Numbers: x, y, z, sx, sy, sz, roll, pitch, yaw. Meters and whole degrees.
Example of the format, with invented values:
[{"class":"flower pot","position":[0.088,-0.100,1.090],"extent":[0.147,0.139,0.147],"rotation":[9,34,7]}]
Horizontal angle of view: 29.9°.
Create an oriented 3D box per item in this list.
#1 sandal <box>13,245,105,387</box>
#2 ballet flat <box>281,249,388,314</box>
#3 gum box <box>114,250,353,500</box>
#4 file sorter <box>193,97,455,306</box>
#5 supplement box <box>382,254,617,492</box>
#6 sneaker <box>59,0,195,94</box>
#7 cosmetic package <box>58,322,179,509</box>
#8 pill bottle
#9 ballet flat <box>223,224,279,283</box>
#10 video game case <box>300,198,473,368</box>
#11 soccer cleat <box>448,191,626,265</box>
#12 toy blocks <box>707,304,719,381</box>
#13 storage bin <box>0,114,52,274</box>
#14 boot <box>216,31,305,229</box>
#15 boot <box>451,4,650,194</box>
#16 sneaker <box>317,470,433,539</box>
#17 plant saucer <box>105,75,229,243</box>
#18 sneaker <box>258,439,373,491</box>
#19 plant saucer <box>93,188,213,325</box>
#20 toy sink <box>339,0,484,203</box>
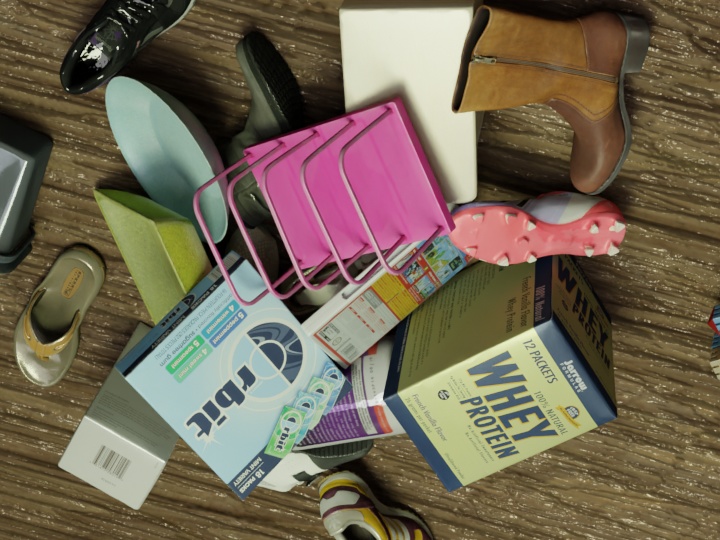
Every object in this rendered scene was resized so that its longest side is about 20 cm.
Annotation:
[{"class":"sandal","position":[-0.359,0.059,1.579],"extent":[0.080,0.054,0.201],"rotation":[28,120,-6]},{"class":"ballet flat","position":[0.000,0.000,1.468],"extent":[0.198,0.063,0.068],"rotation":[-26,111,22]},{"class":"gum box","position":[-0.128,0.111,1.398],"extent":[0.170,0.044,0.200],"rotation":[-45,119,-10]},{"class":"file sorter","position":[-0.040,-0.056,1.293],"extent":[0.198,0.125,0.140],"rotation":[-13,110,38]},{"class":"supplement box","position":[0.150,0.090,1.419],"extent":[0.198,0.201,0.135],"rotation":[-28,112,21]},{"class":"sneaker","position":[-0.233,-0.251,1.365],"extent":[0.076,0.088,0.200],"rotation":[39,118,-12]},{"class":"cosmetic package","position":[-0.251,0.160,1.531],"extent":[0.107,0.201,0.085],"rotation":[30,119,-5]},{"class":"pill bottle","position":[-0.043,0.144,1.536],"extent":[0.197,0.112,0.113],"rotation":[-11,116,15]},{"class":"ballet flat","position":[-0.137,0.042,1.525],"extent":[0.067,0.063,0.202],"rotation":[16,120,1]},{"class":"video game case","position":[0.036,0.017,1.407],"extent":[0.199,0.143,0.017],"rotation":[-40,67,0]},{"class":"soccer cleat","position":[0.175,-0.049,1.372],"extent":[0.197,0.077,0.067],"rotation":[-1,121,-16]},{"class":"toy blocks","position":[0.438,0.088,1.438],"extent":[0.136,0.100,0.201],"rotation":[-18,115,31]},{"class":"storage bin","position":[-0.439,-0.107,1.463],"extent":[0.198,0.146,0.135],"rotation":[25,110,-5]},{"class":"boot","position":[-0.118,-0.140,1.421],"extent":[0.129,0.068,0.202],"rotation":[-17,114,22]},{"class":"boot","position":[0.177,-0.158,1.291],"extent":[0.198,0.069,0.190],"rotation":[-6,126,-31]},{"class":"sneaker","position":[0.020,0.325,1.615],"extent":[0.075,0.091,0.200],"rotation":[-34,127,24]},{"class":"plant saucer","position":[-0.192,-0.123,1.414],"extent":[0.200,0.039,0.202],"rotation":[39,152,26]},{"class":"sneaker","position":[-0.074,0.221,1.617],"extent":[0.197,0.075,0.089],"rotation":[-7,135,13]},{"class":"plant saucer","position":[-0.203,0.003,1.472],"extent":[0.048,0.199,0.202],"rotation":[-31,116,-20]},{"class":"toy sink","position":[0.057,-0.182,1.337],"extent":[0.129,0.112,0.202],"rotation":[1,119,11]}]
